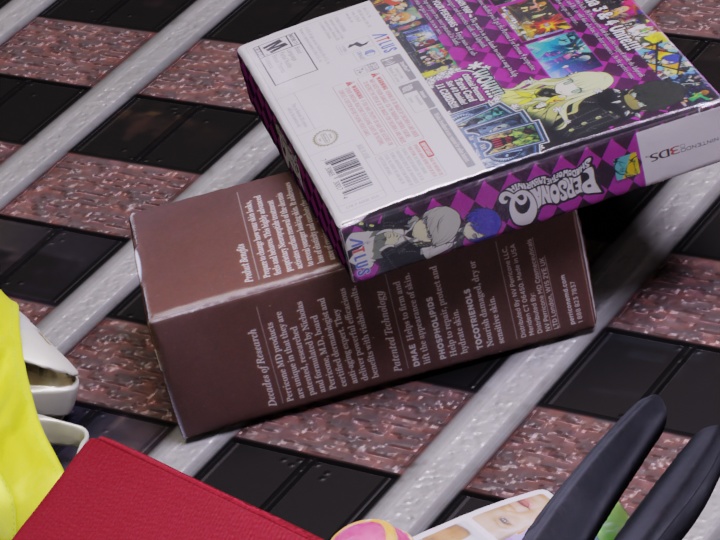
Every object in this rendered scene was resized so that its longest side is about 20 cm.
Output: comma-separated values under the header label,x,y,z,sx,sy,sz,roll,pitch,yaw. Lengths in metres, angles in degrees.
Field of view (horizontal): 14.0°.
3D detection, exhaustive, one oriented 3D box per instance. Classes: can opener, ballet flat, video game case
label,x,y,z,sx,sy,sz,roll,pitch,yaw
can opener,0.082,0.109,1.076,0.063,0.079,0.200,28,43,4
ballet flat,-0.158,0.065,1.332,0.067,0.067,0.200,2,32,-14
video game case,0.051,-0.079,1.353,0.180,0.036,0.200,-19,31,-7

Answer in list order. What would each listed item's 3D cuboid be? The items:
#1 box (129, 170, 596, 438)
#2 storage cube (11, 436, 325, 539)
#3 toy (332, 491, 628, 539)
label,x,y,z,sx,sy,sz,roll,pitch,yaw
box,0.000,0.000,1.351,0.199,0.075,0.100,-13,31,-2
storage cube,-0.039,0.185,0.920,0.179,0.171,0.200,18,67,50
toy,0.017,0.125,1.128,0.199,0.047,0.115,-17,27,-25
